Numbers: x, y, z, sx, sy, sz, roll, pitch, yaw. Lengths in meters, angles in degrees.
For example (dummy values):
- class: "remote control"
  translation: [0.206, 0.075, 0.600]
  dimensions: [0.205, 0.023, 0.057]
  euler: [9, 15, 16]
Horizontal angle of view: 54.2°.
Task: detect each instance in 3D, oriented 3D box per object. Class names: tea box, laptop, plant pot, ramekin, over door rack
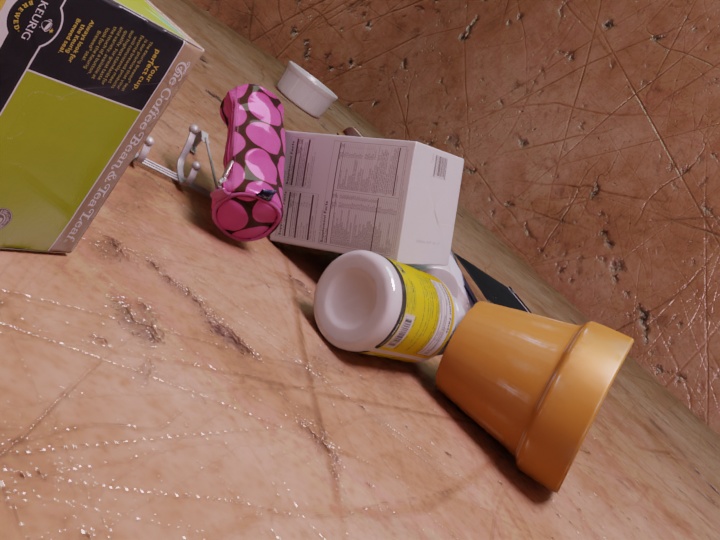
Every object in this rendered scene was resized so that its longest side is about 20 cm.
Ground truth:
- class: "tea box"
  translation: [-0.254, -0.132, 0.476]
  dimensions: [0.134, 0.200, 0.197]
  euler: [43, 13, 21]
- class: "laptop"
  translation: [0.230, 0.094, 1.190]
  dimensions: [0.116, 0.200, 0.187]
  euler: [-2, 25, -9]
- class: "plant pot"
  translation: [0.199, 0.132, 0.853]
  dimensions: [0.183, 0.200, 0.200]
  euler: [27, 9, 21]
- class: "ramekin"
  translation: [-0.184, -0.603, 2.361]
  dimensions: [0.200, 0.098, 0.200]
  euler: [37, 13, -10]
- class: "over door rack"
  translation: [-0.240, -0.175, 0.926]
  dimensions: [0.148, 0.067, 0.200]
  euler: [28, 18, -40]

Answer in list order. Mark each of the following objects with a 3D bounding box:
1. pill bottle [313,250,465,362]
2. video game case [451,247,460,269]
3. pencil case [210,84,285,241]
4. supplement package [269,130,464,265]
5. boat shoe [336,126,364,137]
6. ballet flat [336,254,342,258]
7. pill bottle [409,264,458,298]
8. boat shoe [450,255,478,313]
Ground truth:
- class: "pill bottle"
  translation: [0.044, 0.050, 0.838]
  dimensions: [0.112, 0.112, 0.200]
  euler: [48, 16, 33]
- class: "video game case"
  translation: [0.131, -0.087, 1.251]
  dimensions: [0.182, 0.022, 0.200]
  euler: [56, 15, -52]
- class: "pencil case"
  translation: [-0.136, -0.139, 0.854]
  dimensions: [0.094, 0.091, 0.200]
  euler: [31, 39, -38]
- class: "supplement package"
  translation: [0.010, -0.096, 0.946]
  dimensions: [0.200, 0.151, 0.152]
  euler: [11, 5, 31]
- class: "boat shoe"
  translation: [0.034, -0.140, 1.071]
  dimensions: [0.200, 0.070, 0.070]
  euler: [61, -3, 15]
- class: "ballet flat"
  translation: [0.000, 0.000, 0.991]
  dimensions: [0.066, 0.057, 0.200]
  euler: [34, 11, -8]
- class: "pill bottle"
  translation: [0.072, -0.010, 1.094]
  dimensions: [0.114, 0.114, 0.200]
  euler: [30, 15, -30]
- class: "boat shoe"
  translation: [0.158, 0.073, 1.148]
  dimensions: [0.200, 0.068, 0.072]
  euler: [63, 22, 7]
